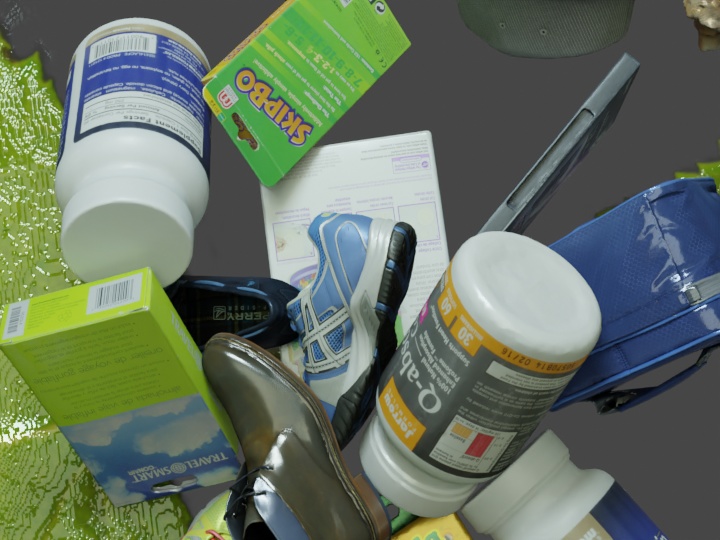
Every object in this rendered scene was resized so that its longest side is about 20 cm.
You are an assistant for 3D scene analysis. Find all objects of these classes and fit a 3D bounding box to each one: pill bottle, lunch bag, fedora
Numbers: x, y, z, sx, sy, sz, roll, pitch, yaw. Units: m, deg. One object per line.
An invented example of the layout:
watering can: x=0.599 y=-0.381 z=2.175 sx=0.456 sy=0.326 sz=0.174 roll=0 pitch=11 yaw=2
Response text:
pill bottle: x=0.175 y=0.225 z=1.077 sx=0.116 sy=0.116 sz=0.200 roll=-42 pitch=82 yaw=-6
lunch bag: x=0.202 y=0.031 z=1.080 sx=0.199 sy=0.135 sz=0.134 roll=-30 pitch=77 yaw=32
fedora: x=0.144 y=-0.229 z=1.152 sx=0.197 sy=0.177 sz=0.091 roll=12 pitch=123 yaw=19
pill bottle: x=-0.171 y=-0.087 z=1.082 sx=0.114 sy=0.117 sz=0.202 roll=-3 pitch=47 yaw=0
pill bottle: x=0.080 y=0.080 z=1.027 sx=0.116 sy=0.116 sz=0.201 roll=34 pitch=126 yaw=6

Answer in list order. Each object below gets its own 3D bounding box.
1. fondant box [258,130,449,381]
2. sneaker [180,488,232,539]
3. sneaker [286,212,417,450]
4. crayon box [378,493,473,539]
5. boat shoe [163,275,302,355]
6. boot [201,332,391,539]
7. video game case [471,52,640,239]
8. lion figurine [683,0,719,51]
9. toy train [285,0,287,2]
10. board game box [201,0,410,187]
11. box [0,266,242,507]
fondant box: x=0.000 y=0.000 z=1.146 sx=0.142 sy=0.058 sz=0.203 roll=-7 pitch=80 yaw=0
sneaker: x=-0.128 y=0.244 z=1.088 sx=0.078 sy=0.090 sz=0.200 roll=39 pitch=82 yaw=7
sneaker: x=-0.015 y=0.048 z=1.059 sx=0.076 sy=0.076 sz=0.202 roll=19 pitch=111 yaw=14
crayon box: x=0.052 y=0.269 z=1.103 sx=0.126 sy=0.051 sz=0.201 roll=-33 pitch=81 yaw=-5
boat shoe: x=-0.137 y=0.030 z=1.107 sx=0.198 sy=0.068 sz=0.085 roll=-13 pitch=80 yaw=22
boot: x=-0.066 y=0.140 z=1.022 sx=0.201 sy=0.075 sz=0.097 roll=50 pitch=40 yaw=5
video game case: x=0.141 y=-0.068 z=1.113 sx=0.019 sy=0.143 sz=0.201 roll=38 pitch=82 yaw=8
lion figurine: x=0.355 y=-0.192 z=1.131 sx=0.121 sy=0.200 sz=0.073 roll=9 pitch=102 yaw=-28
toy train: x=-0.077 y=-0.299 z=1.207 sx=0.056 sy=0.042 sz=0.202 roll=-30 pitch=81 yaw=5
board game box: x=-0.044 y=-0.160 z=1.131 sx=0.200 sy=0.030 sz=0.096 roll=-50 pitch=115 yaw=-33
box: x=-0.173 y=0.093 z=1.074 sx=0.120 sy=0.201 sz=0.048 roll=-14 pitch=43 yaw=11
